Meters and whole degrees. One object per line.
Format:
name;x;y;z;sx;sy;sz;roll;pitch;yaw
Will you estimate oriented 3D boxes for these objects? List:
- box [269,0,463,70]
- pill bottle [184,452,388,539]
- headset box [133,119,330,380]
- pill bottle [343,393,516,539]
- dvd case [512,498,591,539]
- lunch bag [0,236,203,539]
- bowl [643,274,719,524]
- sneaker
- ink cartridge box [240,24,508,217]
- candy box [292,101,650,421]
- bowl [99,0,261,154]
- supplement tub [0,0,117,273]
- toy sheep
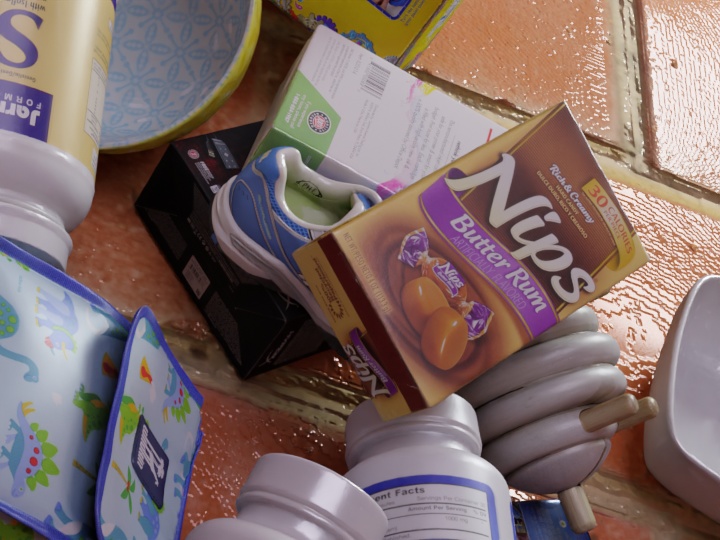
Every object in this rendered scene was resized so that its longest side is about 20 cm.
box;-0.013;-0.246;1.324;0.193;0.122;0.200;38;13;-1
pill bottle;-0.064;0.201;0.953;0.111;0.111;0.200;32;64;-7
headset box;-0.028;-0.029;1.228;0.200;0.077;0.149;-17;66;-39
pill bottle;0.037;0.173;1.054;0.112;0.112;0.200;14;49;-23
dvd case;0.079;0.213;1.142;0.200;0.018;0.143;3;55;-32
lunch bag;-0.178;0.098;1.002;0.200;0.127;0.170;35;43;-29
bowl;0.293;0.119;1.317;0.200;0.075;0.200;31;45;-8
sneaker;0.000;0.000;1.115;0.200;0.077;0.076;33;46;-7
ink cartridge box;0.032;-0.062;1.188;0.200;0.067;0.117;29;45;-8
candy box;0.070;-0.009;1.085;0.200;0.056;0.117;-31;93;-34
bowl;-0.152;-0.167;1.220;0.200;0.200;0.108;53;4;15
supplement tub;-0.226;-0.099;1.081;0.145;0.145;0.200;13;69;-24
toy sheep;0.117;0.077;1.196;0.138;0.138;0.200;-5;67;-35
